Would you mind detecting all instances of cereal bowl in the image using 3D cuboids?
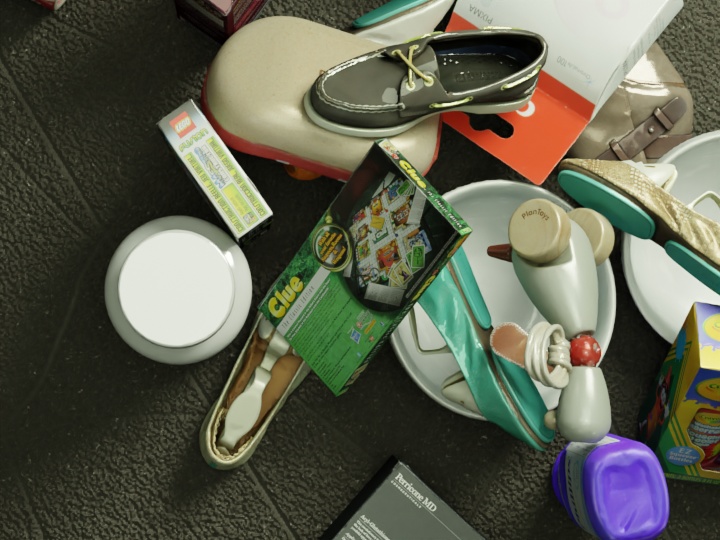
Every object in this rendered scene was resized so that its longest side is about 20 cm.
[{"bbox_3d":[0.322,-0.026,1.457,0.199,0.083,0.201,1,103,4],"label":"cereal bowl"},{"bbox_3d":[0.114,0.026,1.443,0.199,0.083,0.201,0,88,-5],"label":"cereal bowl"}]

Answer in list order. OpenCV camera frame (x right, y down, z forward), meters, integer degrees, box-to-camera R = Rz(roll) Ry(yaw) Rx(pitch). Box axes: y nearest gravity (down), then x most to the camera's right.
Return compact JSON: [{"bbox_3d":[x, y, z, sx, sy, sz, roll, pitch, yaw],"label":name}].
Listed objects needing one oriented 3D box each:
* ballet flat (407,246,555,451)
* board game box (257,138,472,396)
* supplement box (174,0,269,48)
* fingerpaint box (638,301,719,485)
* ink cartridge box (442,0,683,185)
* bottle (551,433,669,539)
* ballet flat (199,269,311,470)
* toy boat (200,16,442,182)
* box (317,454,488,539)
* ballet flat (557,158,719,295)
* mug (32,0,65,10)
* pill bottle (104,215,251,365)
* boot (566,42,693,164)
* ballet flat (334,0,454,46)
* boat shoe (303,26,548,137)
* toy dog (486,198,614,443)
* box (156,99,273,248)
[{"bbox_3d":[0.086,0.065,1.371,0.070,0.067,0.201,-27,90,22],"label":"ballet flat"},{"bbox_3d":[0.000,0.000,1.355,0.105,0.023,0.200,47,126,13],"label":"board game box"},{"bbox_3d":[-0.101,-0.250,1.382,0.061,0.200,0.109,35,86,-3],"label":"supplement box"},{"bbox_3d":[0.355,0.116,1.422,0.199,0.167,0.074,9,50,-5],"label":"fingerpaint box"},{"bbox_3d":[0.148,-0.197,1.407,0.162,0.057,0.200,36,79,23],"label":"ink cartridge box"},{"bbox_3d":[0.200,0.176,1.394,0.065,0.200,0.084,-11,90,-5],"label":"bottle"},{"bbox_3d":[-0.075,0.082,1.443,0.067,0.062,0.201,26,86,-2],"label":"ballet flat"},{"bbox_3d":[-0.037,-0.123,1.405,0.199,0.131,0.131,17,56,-10],"label":"toy boat"},{"bbox_3d":[0.059,0.277,1.441,0.200,0.079,0.141,43,89,-2],"label":"box"},{"bbox_3d":[0.257,-0.047,1.385,0.200,0.071,0.065,35,76,6],"label":"ballet flat"},{"bbox_3d":[-0.305,-0.332,1.406,0.199,0.133,0.178,31,88,-6],"label":"mug"},{"bbox_3d":[-0.147,0.016,1.370,0.119,0.200,0.120,0,88,-5],"label":"pill bottle"},{"bbox_3d":[0.193,-0.130,1.473,0.199,0.070,0.147,-18,98,3],"label":"boot"},{"bbox_3d":[-0.001,-0.189,1.462,0.199,0.069,0.070,-22,90,0],"label":"ballet flat"},{"bbox_3d":[0.053,-0.156,1.336,0.200,0.061,0.072,-11,66,-20],"label":"boat shoe"},{"bbox_3d":[0.145,0.036,1.350,0.132,0.096,0.201,39,50,-39],"label":"toy dog"},{"bbox_3d":[-0.117,-0.075,1.376,0.035,0.200,0.110,-36,90,-4],"label":"box"}]
